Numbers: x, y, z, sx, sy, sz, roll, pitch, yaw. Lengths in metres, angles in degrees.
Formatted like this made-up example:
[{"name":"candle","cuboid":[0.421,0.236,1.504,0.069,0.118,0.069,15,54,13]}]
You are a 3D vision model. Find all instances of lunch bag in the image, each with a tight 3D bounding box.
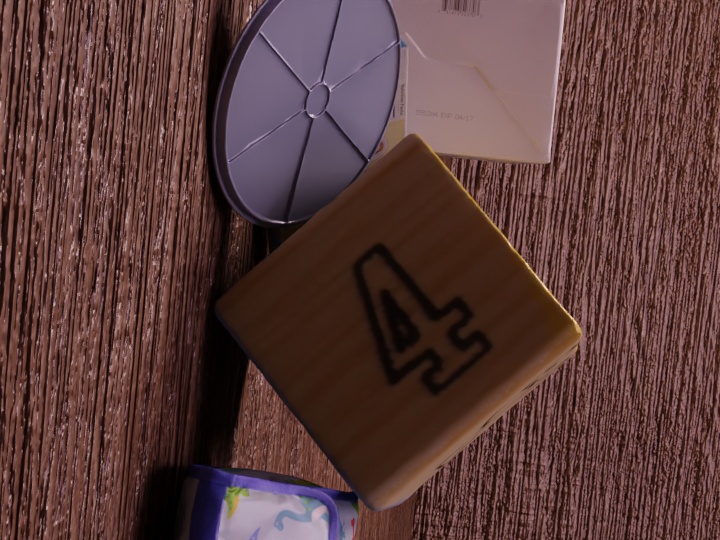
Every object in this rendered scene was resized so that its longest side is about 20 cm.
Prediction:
[{"name":"lunch bag","cuboid":[-0.081,0.223,1.003,0.200,0.126,0.172,32,66,-69]}]

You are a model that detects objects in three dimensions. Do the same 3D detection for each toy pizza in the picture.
[{"name":"toy pizza","cuboid":[-0.042,-0.128,1.064,0.200,0.032,0.202,-33,135,-39]}]

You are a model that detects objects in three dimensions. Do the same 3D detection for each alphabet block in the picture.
[{"name":"alphabet block","cuboid":[0.034,0.046,1.125,0.200,0.197,0.195,-40,172,0]}]

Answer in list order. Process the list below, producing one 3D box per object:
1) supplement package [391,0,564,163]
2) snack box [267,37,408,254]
[{"name":"supplement package","cuboid":[0.064,-0.183,1.296,0.111,0.198,0.157,-163,-102,-75]},{"name":"snack box","cuboid":[-0.021,-0.094,1.189,0.037,0.115,0.201,-123,-156,-43]}]
